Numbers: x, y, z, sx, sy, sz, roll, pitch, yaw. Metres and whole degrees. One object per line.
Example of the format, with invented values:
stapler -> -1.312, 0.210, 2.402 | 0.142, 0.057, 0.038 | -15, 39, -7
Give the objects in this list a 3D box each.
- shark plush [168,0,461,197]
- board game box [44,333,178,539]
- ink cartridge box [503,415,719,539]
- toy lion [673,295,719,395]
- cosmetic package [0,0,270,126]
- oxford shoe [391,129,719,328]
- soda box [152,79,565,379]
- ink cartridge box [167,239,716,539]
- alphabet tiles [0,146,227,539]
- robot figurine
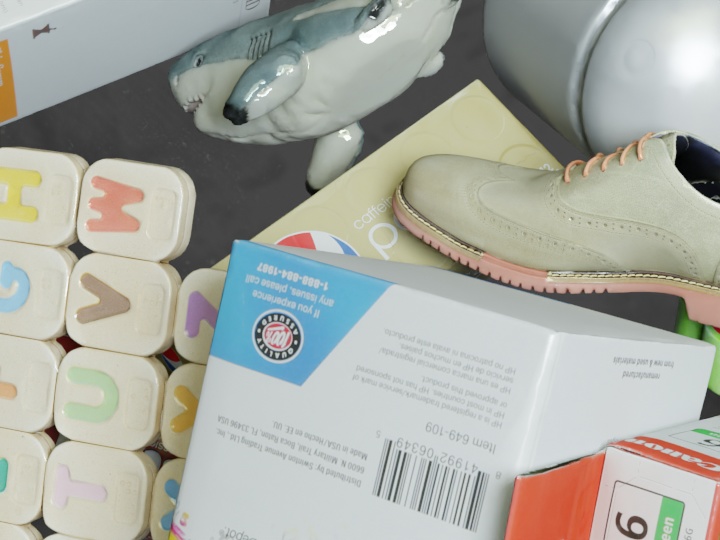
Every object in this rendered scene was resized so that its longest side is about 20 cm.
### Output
shark plush -> -0.004, -0.127, 0.876 | 0.200, 0.091, 0.084 | -45, 50, 19
board game box -> -0.059, 0.080, 0.856 | 0.199, 0.019, 0.104 | 19, 70, 0
ink cartridge box -> 0.115, 0.117, 0.687 | 0.050, 0.200, 0.110 | 16, 101, 32
toy lion -> 0.244, 0.017, 0.828 | 0.199, 0.069, 0.192 | 12, 34, 15
cosmetic package -> -0.142, -0.132, 0.879 | 0.199, 0.102, 0.072 | -24, 75, -14
oxford shoe -> 0.110, -0.031, 0.791 | 0.199, 0.074, 0.071 | 11, 34, 14
soda box -> 0.000, 0.000, 0.854 | 0.200, 0.064, 0.068 | -36, 74, -24
ink cartridge box -> 0.024, 0.106, 0.728 | 0.146, 0.146, 0.201 | 16, 95, 33
alphabet tiles -> -0.128, 0.051, 0.801 | 0.194, 0.015, 0.202 | 9, 93, 20
robot figurine -> 0.131, -0.105, 0.866 | 0.112, 0.170, 0.200 | -23, 35, -13
